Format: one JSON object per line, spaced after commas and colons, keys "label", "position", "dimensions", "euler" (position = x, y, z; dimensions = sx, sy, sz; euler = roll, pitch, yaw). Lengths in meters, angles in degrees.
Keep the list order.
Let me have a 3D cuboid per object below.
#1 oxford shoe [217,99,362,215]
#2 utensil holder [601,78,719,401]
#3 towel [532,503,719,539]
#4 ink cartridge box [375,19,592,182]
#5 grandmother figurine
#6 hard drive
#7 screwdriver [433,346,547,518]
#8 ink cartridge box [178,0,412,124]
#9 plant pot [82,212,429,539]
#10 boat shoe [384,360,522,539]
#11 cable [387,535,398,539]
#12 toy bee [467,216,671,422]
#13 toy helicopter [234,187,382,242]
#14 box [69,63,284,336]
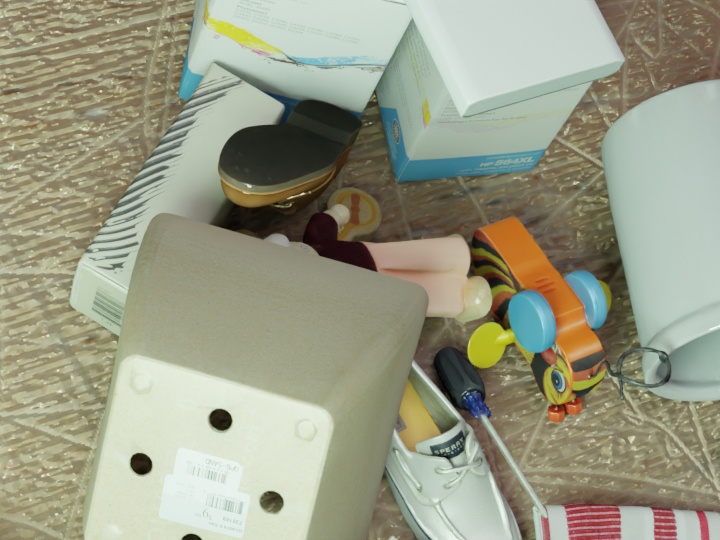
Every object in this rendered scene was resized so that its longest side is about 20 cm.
{"label": "oxford shoe", "position": [-0.052, -0.068, 1.312], "dimensions": [0.071, 0.072, 0.200], "euler": [26, 21, 13]}
{"label": "utensil holder", "position": [0.281, -0.023, 1.400], "dimensions": [0.168, 0.170, 0.202], "euler": [-3, 65, -17]}
{"label": "towel", "position": [0.223, 0.244, 1.326], "dimensions": [0.198, 0.023, 0.146], "euler": [6, 64, -25]}
{"label": "ink cartridge box", "position": [0.097, -0.174, 1.393], "dimensions": [0.124, 0.200, 0.130], "euler": [-5, 68, -18]}
{"label": "grandmother figurine", "position": [0.000, 0.000, 1.301], "dimensions": [0.199, 0.061, 0.122], "euler": [0, 43, -42]}
{"label": "hard drive", "position": [0.088, -0.214, 1.280], "dimensions": [0.131, 0.026, 0.202], "euler": [-17, 72, -23]}
{"label": "screwdriver", "position": [0.097, 0.112, 1.300], "dimensions": [0.028, 0.029, 0.200], "euler": [11, 21, -26]}
{"label": "ink cartridge box", "position": [-0.043, -0.224, 1.374], "dimensions": [0.144, 0.200, 0.148], "euler": [13, 64, -10]}
{"label": "plant pot", "position": [-0.080, 0.102, 1.163], "dimensions": [0.197, 0.177, 0.202], "euler": [15, 107, 3]}
{"label": "boat shoe", "position": [0.057, 0.137, 1.315], "dimensions": [0.070, 0.070, 0.201], "euler": [-27, 79, -24]}
{"label": "cable", "position": [0.093, 0.266, 1.280], "dimensions": [0.198, 0.050, 0.098], "euler": [21, 68, -7]}
{"label": "toy bee", "position": [0.142, 0.058, 1.371], "dimensions": [0.129, 0.110, 0.201], "euler": [-3, 41, -12]}
{"label": "toy helicopter", "position": [-0.037, 0.007, 1.348], "dimensions": [0.132, 0.079, 0.200], "euler": [35, 49, 8]}
{"label": "box", "position": [-0.135, -0.049, 1.338], "dimensions": [0.068, 0.082, 0.201], "euler": [30, 60, 0]}
